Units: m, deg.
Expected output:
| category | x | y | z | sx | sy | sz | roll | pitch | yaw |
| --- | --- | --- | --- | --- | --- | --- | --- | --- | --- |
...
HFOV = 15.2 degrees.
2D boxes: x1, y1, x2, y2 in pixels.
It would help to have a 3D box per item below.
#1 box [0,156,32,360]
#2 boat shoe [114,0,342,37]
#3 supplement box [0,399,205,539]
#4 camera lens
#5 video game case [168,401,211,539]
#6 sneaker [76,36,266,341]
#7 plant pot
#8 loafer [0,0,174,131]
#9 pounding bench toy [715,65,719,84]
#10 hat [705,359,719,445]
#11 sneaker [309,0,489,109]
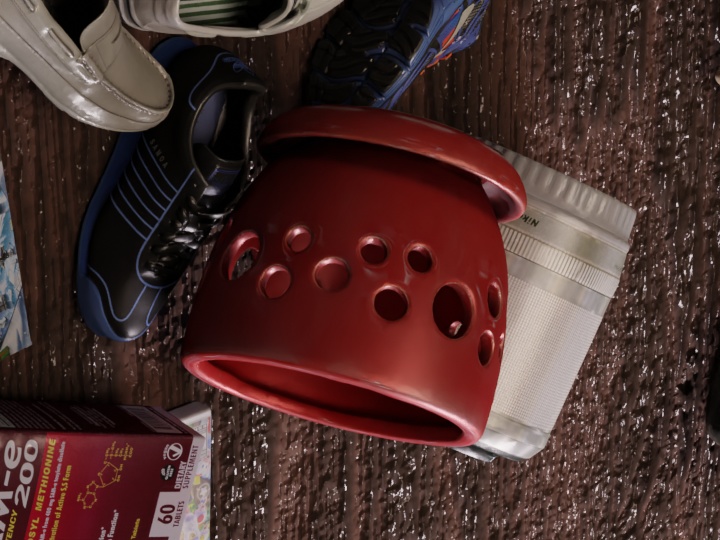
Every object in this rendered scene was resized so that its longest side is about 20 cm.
| category | x | y | z | sx | sy | sz | roll | pitch | yaw |
| --- | --- | --- | --- | --- | --- | --- | --- | --- | --- |
| box | -0.268 | -0.018 | 1.574 | 0.137 | 0.040 | 0.200 | -29 | 128 | -36 |
| boat shoe | -0.063 | -0.172 | 1.694 | 0.200 | 0.067 | 0.074 | -18 | 121 | -40 |
| supplement box | -0.203 | 0.140 | 1.684 | 0.200 | 0.061 | 0.109 | 4 | 106 | -37 |
| camera lens | 0.086 | 0.021 | 1.873 | 0.160 | 0.160 | 0.200 | 24 | 91 | -49 |
| video game case | -0.159 | 0.199 | 1.812 | 0.143 | 0.018 | 0.200 | -20 | 123 | -40 |
| sneaker | -0.117 | -0.043 | 1.691 | 0.070 | 0.078 | 0.200 | 5 | 105 | -46 |
| plant pot | 0.000 | 0.000 | 1.718 | 0.200 | 0.200 | 0.183 | 27 | 71 | -49 |
| loafer | -0.169 | -0.141 | 1.585 | 0.070 | 0.070 | 0.200 | -26 | 147 | 25 |
| pounding bench toy | 0.355 | -0.171 | 2.064 | 0.200 | 0.156 | 0.124 | 37 | 82 | -49 |
| hat | 0.335 | 0.104 | 2.239 | 0.201 | 0.081 | 0.201 | -28 | 126 | -46 |
| sneaker | 0.043 | -0.161 | 1.808 | 0.200 | 0.075 | 0.078 | -51 | 141 | -13 |
